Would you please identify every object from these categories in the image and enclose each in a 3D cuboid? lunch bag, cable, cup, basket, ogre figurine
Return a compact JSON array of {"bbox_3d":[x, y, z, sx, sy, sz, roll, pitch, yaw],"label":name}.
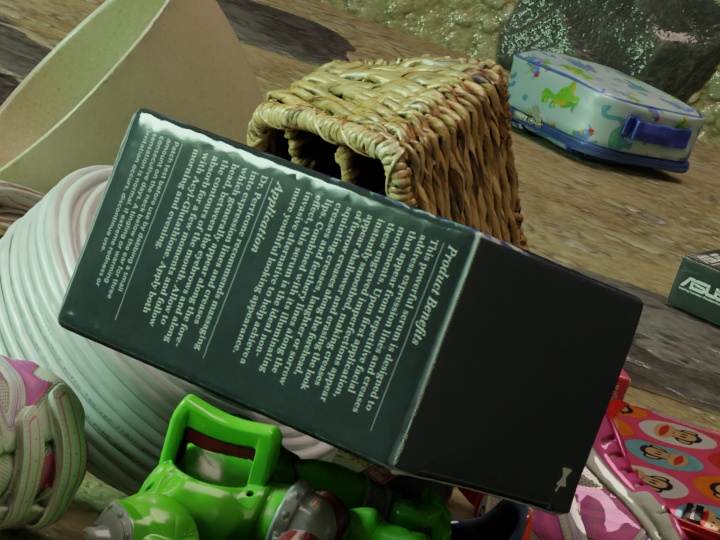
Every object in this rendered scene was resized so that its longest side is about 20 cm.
[{"bbox_3d":[0.138,0.127,1.620,0.176,0.082,0.200,18,13,12],"label":"lunch bag"},{"bbox_3d":[-0.091,0.037,1.493,0.200,0.069,0.200,36,28,-17],"label":"cable"},{"bbox_3d":[-0.132,-0.075,1.873,0.143,0.200,0.200,45,5,-16],"label":"cup"},{"bbox_3d":[0.000,0.000,1.580,0.142,0.201,0.149,2,23,25],"label":"basket"},{"bbox_3d":[0.252,-0.162,3.114,0.161,0.083,0.200,28,14,37],"label":"lunch bag"},{"bbox_3d":[-0.039,0.115,1.268,0.120,0.098,0.200,31,43,9],"label":"ogre figurine"}]

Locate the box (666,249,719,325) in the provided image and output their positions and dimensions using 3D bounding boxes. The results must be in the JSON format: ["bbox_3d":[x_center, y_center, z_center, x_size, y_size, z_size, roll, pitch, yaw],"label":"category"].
[{"bbox_3d":[0.361,0.032,2.507,0.160,0.044,0.200,25,12,21],"label":"box"}]

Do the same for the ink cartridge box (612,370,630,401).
[{"bbox_3d":[0.041,0.051,1.772,0.199,0.085,0.145,18,11,-12],"label":"ink cartridge box"}]

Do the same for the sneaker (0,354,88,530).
[{"bbox_3d":[-0.161,0.076,1.326,0.088,0.082,0.200,17,13,-9],"label":"sneaker"}]

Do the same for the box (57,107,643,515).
[{"bbox_3d":[-0.005,0.019,1.330,0.200,0.107,0.148,22,1,35],"label":"box"}]

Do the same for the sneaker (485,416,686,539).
[{"bbox_3d":[0.109,0.134,1.470,0.200,0.088,0.081,58,2,29],"label":"sneaker"}]

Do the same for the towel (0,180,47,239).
[{"bbox_3d":[-0.214,-0.028,1.662,0.200,0.032,0.191,8,-8,41],"label":"towel"}]

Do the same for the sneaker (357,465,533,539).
[{"bbox_3d":[-0.008,0.117,1.386,0.199,0.085,0.075,13,13,-30],"label":"sneaker"}]
